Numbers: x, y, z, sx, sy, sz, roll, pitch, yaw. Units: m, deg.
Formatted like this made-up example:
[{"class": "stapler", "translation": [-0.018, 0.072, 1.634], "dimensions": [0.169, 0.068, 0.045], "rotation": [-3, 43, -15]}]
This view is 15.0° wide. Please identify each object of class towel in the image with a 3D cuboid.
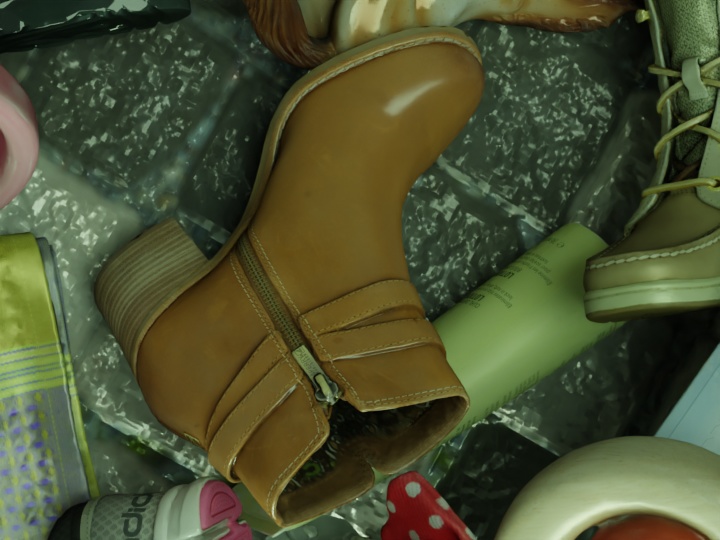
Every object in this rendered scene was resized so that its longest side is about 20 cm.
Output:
[{"class": "towel", "translation": [-0.205, 0.068, 1.101], "dimensions": [0.199, 0.023, 0.145], "rotation": [-9, 98, -19]}]

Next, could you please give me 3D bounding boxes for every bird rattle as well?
[{"class": "bird rattle", "translation": [0.100, 0.130, 1.046], "dimensions": [0.200, 0.113, 0.163], "rotation": [41, 120, 10]}]

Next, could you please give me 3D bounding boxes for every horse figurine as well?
[{"class": "horse figurine", "translation": [0.025, -0.136, 1.148], "dimensions": [0.199, 0.050, 0.133], "rotation": [-27, 120, -24]}]

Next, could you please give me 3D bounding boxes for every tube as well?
[{"class": "tube", "translation": [0.028, 0.052, 1.160], "dimensions": [0.200, 0.058, 0.052], "rotation": [-35, 64, -18]}]

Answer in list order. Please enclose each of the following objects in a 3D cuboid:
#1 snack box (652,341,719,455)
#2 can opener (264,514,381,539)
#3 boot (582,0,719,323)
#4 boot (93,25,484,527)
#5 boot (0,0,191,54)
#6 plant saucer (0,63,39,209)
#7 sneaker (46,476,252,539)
[{"class": "snack box", "translation": [0.190, 0.055, 1.149], "dimensions": [0.068, 0.200, 0.169], "rotation": [34, 82, 18]}, {"class": "can opener", "translation": [0.027, 0.175, 1.125], "dimensions": [0.053, 0.200, 0.067], "rotation": [-10, 134, -48]}, {"class": "boot", "translation": [0.142, -0.067, 1.152], "dimensions": [0.200, 0.072, 0.156], "rotation": [-24, 106, -54]}, {"class": "boot", "translation": [0.000, 0.000, 1.090], "dimensions": [0.200, 0.155, 0.077], "rotation": [-34, 136, -10]}, {"class": "boot", "translation": [-0.171, -0.167, 1.071], "dimensions": [0.199, 0.076, 0.169], "rotation": [-10, 86, -5]}, {"class": "plant saucer", "translation": [-0.220, -0.058, 1.007], "dimensions": [0.199, 0.201, 0.051], "rotation": [1, 68, -20]}, {"class": "sneaker", "translation": [-0.086, 0.172, 1.126], "dimensions": [0.087, 0.074, 0.201], "rotation": [3, 119, 18]}]
